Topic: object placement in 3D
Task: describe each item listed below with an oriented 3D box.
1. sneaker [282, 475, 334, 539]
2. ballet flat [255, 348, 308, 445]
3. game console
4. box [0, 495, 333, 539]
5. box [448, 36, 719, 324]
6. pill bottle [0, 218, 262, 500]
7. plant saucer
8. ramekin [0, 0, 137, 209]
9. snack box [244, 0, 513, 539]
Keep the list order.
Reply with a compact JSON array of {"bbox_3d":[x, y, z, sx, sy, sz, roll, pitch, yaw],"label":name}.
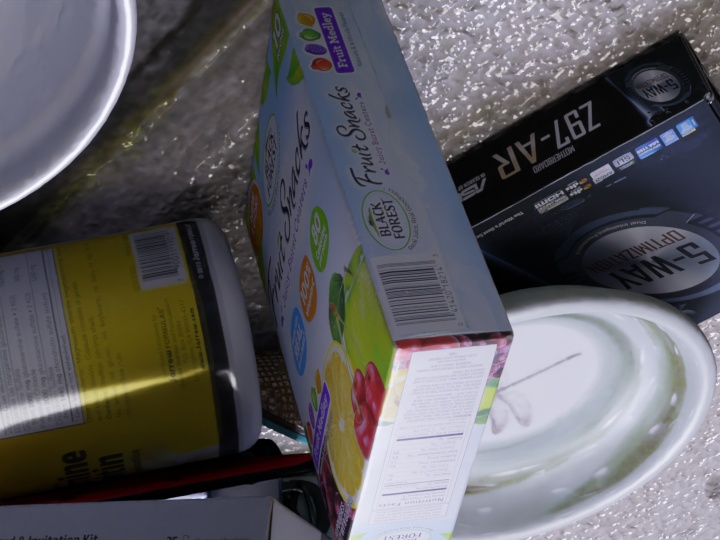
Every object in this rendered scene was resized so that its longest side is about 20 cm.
[{"bbox_3d":[-0.068,0.150,1.055,0.200,0.074,0.079,-15,136,-3],"label":"sneaker"},{"bbox_3d":[0.004,0.071,1.007,0.200,0.071,0.065,29,97,-45],"label":"ballet flat"},{"bbox_3d":[-0.121,0.153,0.934,0.200,0.119,0.173,-8,117,-16],"label":"game console"},{"bbox_3d":[-0.068,0.149,0.846,0.156,0.041,0.200,-5,154,23],"label":"box"},{"bbox_3d":[0.108,-0.011,0.952,0.200,0.044,0.160,-28,139,13],"label":"box"},{"bbox_3d":[-0.151,0.046,0.868,0.200,0.112,0.112,-10,140,-8],"label":"pill bottle"},{"bbox_3d":[0.077,0.063,0.953,0.200,0.050,0.200,-10,141,-8],"label":"plant saucer"},{"bbox_3d":[-0.185,-0.113,0.677,0.200,0.105,0.200,-10,141,-8],"label":"ramekin"},{"bbox_3d":[0.000,0.000,0.801,0.053,0.200,0.142,-4,139,-16],"label":"snack box"}]
